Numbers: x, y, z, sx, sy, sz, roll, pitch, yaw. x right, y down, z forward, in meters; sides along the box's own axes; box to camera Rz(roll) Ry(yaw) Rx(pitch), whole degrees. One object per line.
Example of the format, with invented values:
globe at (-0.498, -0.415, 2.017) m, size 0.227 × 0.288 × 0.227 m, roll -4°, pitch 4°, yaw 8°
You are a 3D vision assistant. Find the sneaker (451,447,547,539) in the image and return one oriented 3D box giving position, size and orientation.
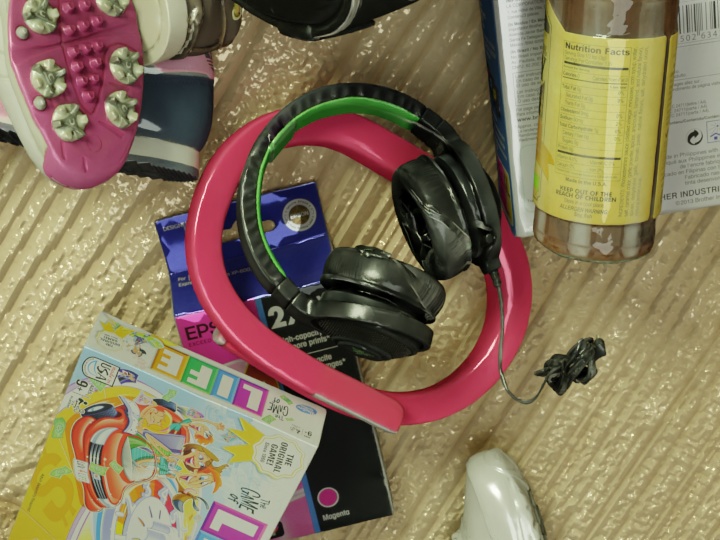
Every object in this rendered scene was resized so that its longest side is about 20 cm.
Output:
sneaker at (0.065, 0.201, 0.886) m, size 0.098 × 0.078 × 0.202 m, roll -5°, pitch 111°, yaw 1°

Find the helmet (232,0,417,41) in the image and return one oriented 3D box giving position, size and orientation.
helmet at (0.000, -0.220, 0.642) m, size 0.191 × 0.199 × 0.200 m, roll -48°, pitch 111°, yaw -20°

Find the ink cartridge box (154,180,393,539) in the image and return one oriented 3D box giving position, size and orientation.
ink cartridge box at (-0.047, 0.057, 0.841) m, size 0.093 × 0.037 × 0.202 m, roll -13°, pitch 110°, yaw 0°

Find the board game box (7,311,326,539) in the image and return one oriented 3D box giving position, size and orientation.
board game box at (-0.118, 0.132, 0.831) m, size 0.133 × 0.034 × 0.201 m, roll 23°, pitch 121°, yaw -6°

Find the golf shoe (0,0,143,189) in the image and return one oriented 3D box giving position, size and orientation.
golf shoe at (-0.160, -0.128, 0.703) m, size 0.091 × 0.075 × 0.202 m, roll -25°, pitch 77°, yaw 45°

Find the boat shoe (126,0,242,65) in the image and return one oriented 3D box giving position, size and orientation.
boat shoe at (-0.102, -0.202, 0.716) m, size 0.059 × 0.071 × 0.203 m, roll -17°, pitch 98°, yaw -43°

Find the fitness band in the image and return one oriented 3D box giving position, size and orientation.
fitness band at (0.000, 0.000, 0.794) m, size 0.199 × 0.037 × 0.145 m, roll 30°, pitch 78°, yaw -17°

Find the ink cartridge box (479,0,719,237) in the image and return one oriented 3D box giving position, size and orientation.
ink cartridge box at (0.129, -0.131, 0.759) m, size 0.135 × 0.077 × 0.202 m, roll -9°, pitch 114°, yaw -2°

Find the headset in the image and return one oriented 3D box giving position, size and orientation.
headset at (0.030, -0.008, 0.736) m, size 0.200 × 0.094 × 0.124 m, roll 40°, pitch 76°, yaw -2°

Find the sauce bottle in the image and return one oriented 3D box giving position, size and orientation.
sauce bottle at (0.117, -0.107, 0.695) m, size 0.064 × 0.065 × 0.203 m, roll 1°, pitch 110°, yaw -5°

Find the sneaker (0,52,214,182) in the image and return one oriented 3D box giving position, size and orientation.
sneaker at (-0.170, -0.106, 0.759) m, size 0.198 × 0.070 × 0.083 m, roll 15°, pitch 85°, yaw -8°
